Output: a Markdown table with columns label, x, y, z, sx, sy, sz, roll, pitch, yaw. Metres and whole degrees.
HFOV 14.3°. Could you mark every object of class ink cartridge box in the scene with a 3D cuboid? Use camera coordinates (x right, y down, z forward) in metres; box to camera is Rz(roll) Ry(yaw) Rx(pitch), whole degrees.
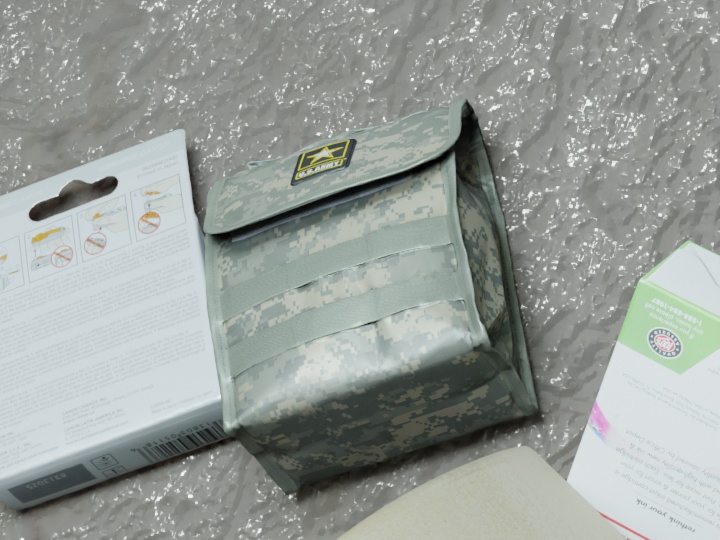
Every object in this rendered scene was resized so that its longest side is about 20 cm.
| label | x | y | z | sx | sy | sz | roll | pitch | yaw |
| --- | --- | --- | --- | --- | --- | --- | --- | --- | --- |
| ink cartridge box | -0.157 | 0.030 | 1.726 | 0.162 | 0.050 | 0.201 | -20 | 53 | 13 |
| ink cartridge box | 0.177 | 0.101 | 1.495 | 0.117 | 0.067 | 0.201 | 28 | 121 | 17 |

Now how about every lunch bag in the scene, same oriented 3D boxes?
| label | x | y | z | sx | sy | sz | roll | pitch | yaw |
| --- | --- | --- | --- | --- | --- | --- | --- | --- | --- |
| lunch bag | 0.000 | 0.000 | 1.630 | 0.163 | 0.118 | 0.201 | -18 | 56 | 14 |

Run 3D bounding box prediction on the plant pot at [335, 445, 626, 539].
| label | x | y | z | sx | sy | sz | roll | pitch | yaw |
| --- | --- | --- | --- | --- | --- | --- | --- | --- | --- |
| plant pot | 0.046 | 0.225 | 1.433 | 0.200 | 0.177 | 0.200 | 44 | 113 | 31 |
